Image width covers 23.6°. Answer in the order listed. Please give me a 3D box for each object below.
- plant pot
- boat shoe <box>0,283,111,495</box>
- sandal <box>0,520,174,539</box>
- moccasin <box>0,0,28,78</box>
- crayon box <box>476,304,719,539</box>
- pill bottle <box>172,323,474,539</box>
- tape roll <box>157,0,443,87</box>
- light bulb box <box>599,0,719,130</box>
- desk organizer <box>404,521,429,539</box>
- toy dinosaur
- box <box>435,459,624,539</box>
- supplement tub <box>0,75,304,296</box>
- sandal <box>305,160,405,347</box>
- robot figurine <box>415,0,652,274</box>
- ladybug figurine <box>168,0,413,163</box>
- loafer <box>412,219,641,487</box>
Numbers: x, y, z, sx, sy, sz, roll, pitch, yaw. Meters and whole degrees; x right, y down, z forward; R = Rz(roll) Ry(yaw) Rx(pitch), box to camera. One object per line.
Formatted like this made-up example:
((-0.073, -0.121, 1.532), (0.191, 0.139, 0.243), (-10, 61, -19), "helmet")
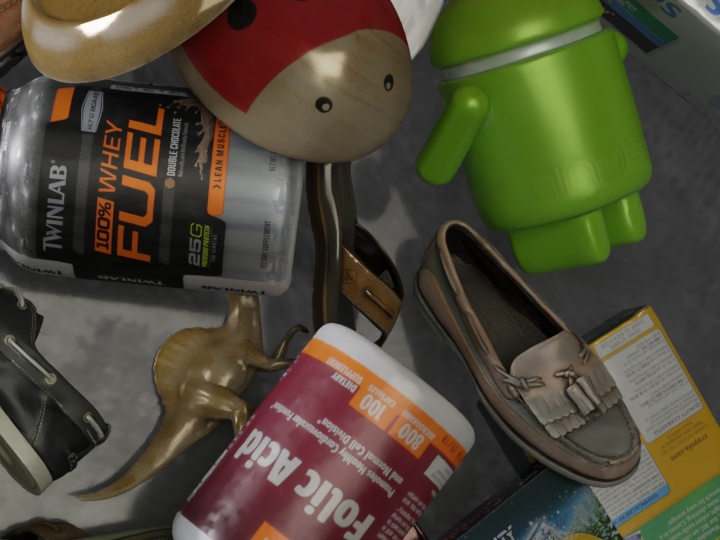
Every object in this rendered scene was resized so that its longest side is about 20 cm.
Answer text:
((-0.121, -0.193, 0.987), (0.200, 0.200, 0.027), (-52, 131, -13), "plant pot")
((-0.229, 0.038, 1.047), (0.068, 0.072, 0.200), (-36, 97, -21), "boat shoe")
((-0.181, 0.187, 1.046), (0.201, 0.057, 0.080), (-2, 111, -8), "sandal")
((-0.269, -0.132, 1.051), (0.201, 0.074, 0.078), (-35, 96, -13), "moccasin")
((0.182, 0.141, 1.140), (0.126, 0.052, 0.200), (-30, 91, -14), "crayon box")
((-0.035, 0.140, 0.985), (0.114, 0.114, 0.200), (39, 81, -7), "pill bottle")
((-0.047, -0.197, 1.111), (0.202, 0.071, 0.203), (1, 85, -13), "tape roll")
((0.251, -0.233, 1.156), (0.198, 0.125, 0.200), (38, 78, -8), "light bulb box")
((0.021, 0.213, 1.085), (0.077, 0.072, 0.200), (-35, 93, -12), "desk organizer")
((-0.090, 0.083, 1.089), (0.101, 0.058, 0.200), (28, 71, 6), "toy dinosaur")
((0.086, 0.221, 1.041), (0.200, 0.038, 0.137), (-33, 92, -28), "box")
((-0.135, -0.053, 1.040), (0.200, 0.123, 0.123), (5, 83, -3), "supplement tub")
((0.000, 0.000, 1.072), (0.054, 0.082, 0.200), (-1, 101, 6), "sandal")
((0.114, -0.102, 1.092), (0.175, 0.116, 0.200), (-27, 102, -42), "robot figurine")
((-0.046, -0.151, 1.001), (0.136, 0.072, 0.200), (-26, 63, -23), "ladybug figurine")
((0.102, 0.049, 1.076), (0.072, 0.063, 0.200), (-26, 57, -26), "loafer")
